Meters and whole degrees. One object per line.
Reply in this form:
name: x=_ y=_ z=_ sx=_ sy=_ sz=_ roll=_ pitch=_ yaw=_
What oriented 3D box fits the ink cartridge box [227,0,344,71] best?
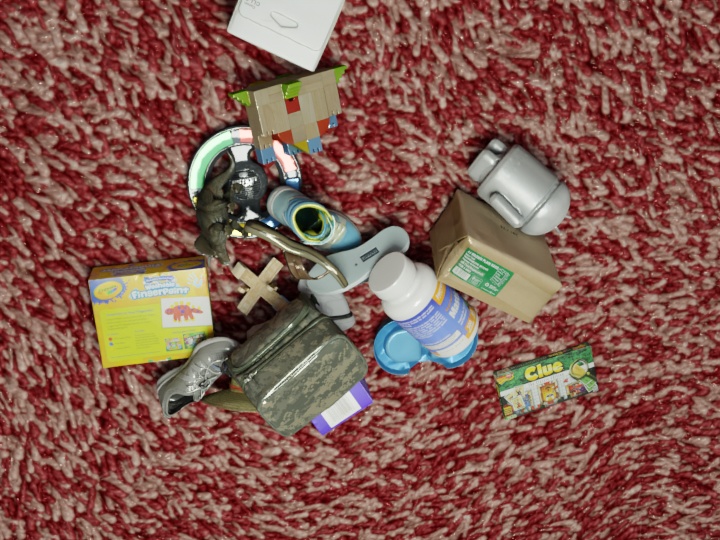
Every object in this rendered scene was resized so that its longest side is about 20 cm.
ink cartridge box: x=-0.116 y=-0.410 z=1.345 sx=0.145 sy=0.200 sz=0.145 roll=22 pitch=104 yaw=-15

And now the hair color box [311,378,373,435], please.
hair color box: x=-0.051 y=0.200 z=1.552 sx=0.109 sy=0.200 sz=0.065 roll=-33 pitch=108 yaw=2

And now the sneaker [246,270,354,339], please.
sneaker: x=-0.116 y=0.066 z=1.570 sx=0.199 sy=0.075 sz=0.116 roll=-11 pitch=100 yaw=2

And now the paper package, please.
paper package: x=0.234 y=-0.026 z=1.524 sx=0.199 sy=0.191 sz=0.104 roll=26 pitch=117 yaw=-15

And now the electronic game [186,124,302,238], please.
electronic game: x=-0.200 y=-0.152 z=1.500 sx=0.199 sy=0.042 sz=0.201 roll=-2 pitch=108 yaw=-7

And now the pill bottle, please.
pill bottle: x=0.107 y=0.056 z=1.503 sx=0.112 sy=0.112 sz=0.200 roll=-44 pitch=123 yaw=7

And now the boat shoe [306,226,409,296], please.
boat shoe: x=0.000 y=0.000 z=1.539 sx=0.200 sy=0.091 sz=0.071 roll=-27 pitch=68 yaw=-9

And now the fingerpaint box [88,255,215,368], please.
fingerpaint box: x=-0.364 y=0.072 z=1.530 sx=0.199 sy=0.073 sz=0.168 roll=-7 pitch=110 yaw=-8

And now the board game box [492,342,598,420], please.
board game box: x=0.369 y=0.220 z=1.719 sx=0.199 sy=0.023 sz=0.105 roll=-18 pitch=107 yaw=-3

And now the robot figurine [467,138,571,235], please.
robot figurine: x=0.286 y=-0.141 z=1.523 sx=0.200 sy=0.170 sz=0.113 roll=40 pitch=143 yaw=2

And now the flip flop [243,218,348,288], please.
flip flop: x=-0.110 y=-0.020 z=1.446 sx=0.199 sy=0.081 sz=0.058 roll=28 pitch=91 yaw=-12

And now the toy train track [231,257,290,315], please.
toy train track: x=-0.149 y=0.055 z=1.520 sx=0.200 sy=0.033 sz=0.115 roll=39 pitch=100 yaw=9

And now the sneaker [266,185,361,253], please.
sneaker: x=-0.060 y=-0.067 z=1.486 sx=0.199 sy=0.130 sz=0.080 roll=25 pitch=96 yaw=-33

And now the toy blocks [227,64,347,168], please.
toy blocks: x=-0.107 y=-0.253 z=1.448 sx=0.199 sy=0.100 sz=0.137 roll=-22 pitch=115 yaw=-24

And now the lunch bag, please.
lunch bag: x=-0.117 y=0.148 z=1.429 sx=0.200 sy=0.168 sz=0.139 roll=-41 pitch=136 yaw=-4

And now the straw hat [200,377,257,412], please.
straw hat: x=-0.184 y=0.196 z=1.553 sx=0.200 sy=0.201 sz=0.086 roll=5 pitch=92 yaw=-10

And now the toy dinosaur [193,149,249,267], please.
toy dinosaur: x=-0.244 y=-0.099 z=1.454 sx=0.102 sy=0.077 sz=0.201 roll=2 pitch=103 yaw=32

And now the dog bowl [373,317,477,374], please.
dog bowl: x=0.120 y=0.130 z=1.637 sx=0.199 sy=0.050 sz=0.112 roll=-7 pitch=109 yaw=-6

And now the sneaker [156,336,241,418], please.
sneaker: x=-0.277 y=0.191 z=1.514 sx=0.200 sy=0.082 sz=0.075 roll=-39 pitch=132 yaw=25
